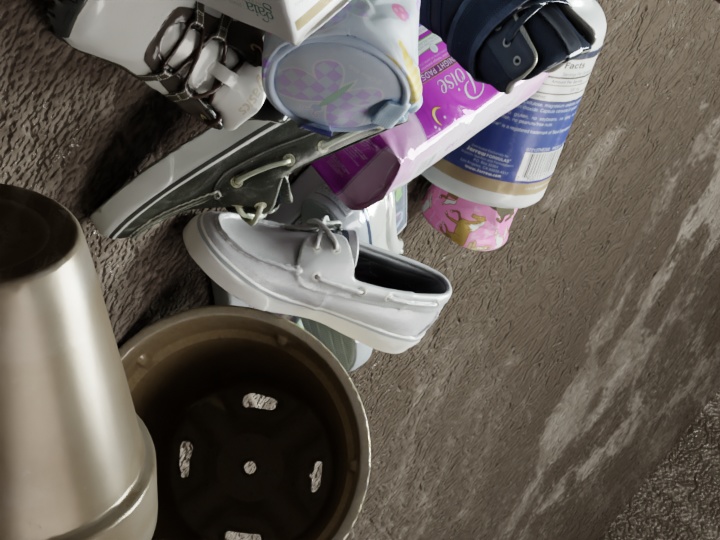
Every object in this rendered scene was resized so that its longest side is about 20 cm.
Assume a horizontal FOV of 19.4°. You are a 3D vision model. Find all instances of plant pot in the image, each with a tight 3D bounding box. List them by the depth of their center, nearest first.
[{"bbox_3d":[-0.203,0.057,1.086,0.200,0.200,0.174,-33,135,-47],"label":"plant pot"},{"bbox_3d":[-0.086,0.135,1.490,0.201,0.200,0.183,-53,172,-4],"label":"plant pot"}]

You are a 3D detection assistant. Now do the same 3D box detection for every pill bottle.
[{"bbox_3d":[0.114,-0.156,1.544,0.111,0.111,0.200,-25,139,-55],"label":"pill bottle"}]

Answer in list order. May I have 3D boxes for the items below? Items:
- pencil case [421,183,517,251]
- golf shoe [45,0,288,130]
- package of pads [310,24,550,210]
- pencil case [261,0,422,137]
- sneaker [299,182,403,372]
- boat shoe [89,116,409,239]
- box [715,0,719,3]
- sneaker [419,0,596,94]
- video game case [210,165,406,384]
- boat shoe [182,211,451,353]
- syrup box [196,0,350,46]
[{"bbox_3d":[0.115,-0.111,1.682,0.086,0.083,0.200,-14,137,-46],"label":"pencil case"},{"bbox_3d":[-0.092,-0.126,1.141,0.078,0.094,0.200,-53,160,12],"label":"golf shoe"},{"bbox_3d":[0.032,-0.131,1.375,0.200,0.121,0.076,-36,176,-44],"label":"package of pads"},{"bbox_3d":[0.001,-0.172,1.165,0.083,0.090,0.200,116,-15,-55],"label":"pencil case"},{"bbox_3d":[0.000,0.000,1.536,0.071,0.073,0.200,-35,153,-26],"label":"sneaker"},{"bbox_3d":[-0.066,-0.063,1.258,0.200,0.064,0.071,-30,-176,3],"label":"boat shoe"},{"bbox_3d":[0.224,-0.315,1.461,0.164,0.166,0.200,-54,162,3],"label":"box"},{"bbox_3d":[0.094,-0.200,1.252,0.077,0.146,0.203,-24,152,-34],"label":"sneaker"},{"bbox_3d":[-0.033,-0.019,1.572,0.200,0.023,0.182,-47,160,-21],"label":"video game case"},{"bbox_3d":[-0.024,-0.003,1.418,0.200,0.072,0.069,26,122,-27],"label":"boat shoe"},{"bbox_3d":[-0.054,-0.216,1.029,0.081,0.079,0.200,-45,144,-25],"label":"syrup box"}]
